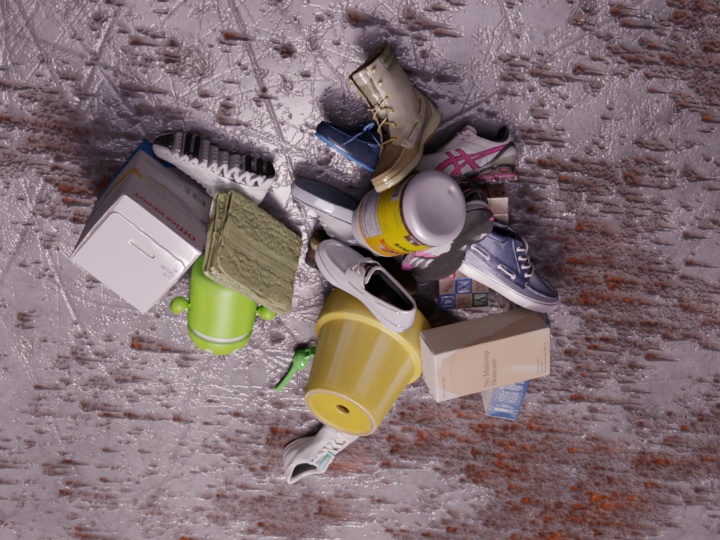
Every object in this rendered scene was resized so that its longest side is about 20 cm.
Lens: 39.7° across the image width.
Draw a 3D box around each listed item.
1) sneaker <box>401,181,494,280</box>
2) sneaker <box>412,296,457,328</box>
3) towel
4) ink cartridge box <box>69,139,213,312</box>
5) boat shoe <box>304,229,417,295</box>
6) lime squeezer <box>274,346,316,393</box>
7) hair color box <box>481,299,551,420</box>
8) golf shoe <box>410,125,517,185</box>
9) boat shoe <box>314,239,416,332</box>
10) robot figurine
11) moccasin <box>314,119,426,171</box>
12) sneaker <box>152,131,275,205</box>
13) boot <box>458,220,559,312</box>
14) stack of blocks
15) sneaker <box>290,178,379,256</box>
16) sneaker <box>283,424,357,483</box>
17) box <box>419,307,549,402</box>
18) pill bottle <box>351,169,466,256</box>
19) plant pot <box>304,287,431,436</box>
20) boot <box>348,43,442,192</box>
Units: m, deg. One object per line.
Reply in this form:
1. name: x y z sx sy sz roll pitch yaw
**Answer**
1. sneaker: 0.140 -0.062 1.561 0.079 0.088 0.199 28 135 -25
2. sneaker: 0.124 0.108 1.721 0.197 0.076 0.071 23 117 -14
3. towel: -0.170 -0.027 1.580 0.036 0.151 0.199 -7 153 39
4. ink cartridge box: -0.332 -0.070 1.537 0.146 0.201 0.145 38 112 -20
5. boat shoe: 0.000 0.000 1.666 0.197 0.074 0.065 28 121 -5
6. lime squeezer: -0.075 0.164 1.769 0.197 0.038 0.071 -22 118 10
7. hair color box: 0.266 0.147 1.733 0.059 0.101 0.203 10 119 -8
8. golf shoe: 0.151 -0.177 1.555 0.196 0.072 0.094 -6 93 -21
9. boat shoe: 0.012 0.010 1.569 0.199 0.074 0.066 37 147 11
10. robot figurine: -0.228 0.051 1.656 0.171 0.116 0.203 4 120 -14
11. moccasin: 0.019 -0.196 1.558 0.197 0.081 0.069 22 104 -32
12. sneaker: -0.236 -0.155 1.571 0.196 0.076 0.082 20 126 -12
13. boot: 0.250 -0.009 1.593 0.197 0.073 0.091 24 121 -14
14. stack of blocks: 0.182 -0.040 1.650 0.112 0.059 0.204 -3 119 -1
15. sneaker: -0.033 -0.079 1.614 0.197 0.073 0.071 27 112 -16
16. sneaker: -0.060 0.327 1.831 0.199 0.089 0.075 -38 113 18
17. box: 0.199 0.132 1.596 0.196 0.078 0.097 -13 118 -11
18. pill bottle: 0.065 -0.081 1.504 0.107 0.199 0.112 3 83 -28
19. plant pot: 0.001 0.157 1.637 0.197 0.191 0.203 17 146 12
20. boot: 0.035 -0.227 1.473 0.071 0.201 0.155 -16 123 42
